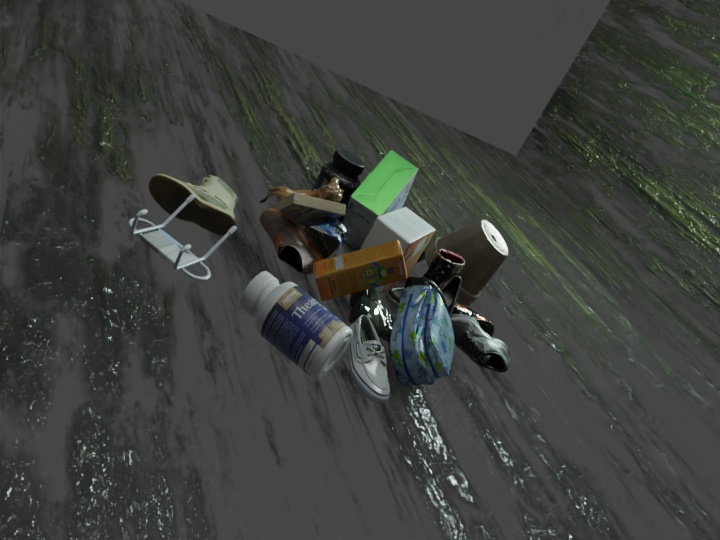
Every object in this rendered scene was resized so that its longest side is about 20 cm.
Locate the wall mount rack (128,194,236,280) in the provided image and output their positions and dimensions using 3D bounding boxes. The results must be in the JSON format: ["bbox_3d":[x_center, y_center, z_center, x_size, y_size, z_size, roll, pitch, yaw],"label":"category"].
[{"bbox_3d":[-0.343,-0.073,1.319,0.198,0.075,0.173,37,24,10],"label":"wall mount rack"}]

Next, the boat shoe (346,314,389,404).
[{"bbox_3d":[0.014,0.163,1.304,0.072,0.068,0.201,14,29,-32],"label":"boat shoe"}]

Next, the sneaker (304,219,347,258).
[{"bbox_3d":[-0.071,-0.085,1.561,0.080,0.087,0.200,66,-9,-15],"label":"sneaker"}]

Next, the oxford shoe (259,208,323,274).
[{"bbox_3d":[-0.168,-0.068,1.528,0.199,0.072,0.072,42,30,22],"label":"oxford shoe"}]

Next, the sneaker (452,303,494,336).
[{"bbox_3d":[0.231,0.116,1.672,0.196,0.071,0.090,23,9,-19],"label":"sneaker"}]

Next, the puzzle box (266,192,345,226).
[{"bbox_3d":[-0.132,-0.139,1.596,0.130,0.026,0.199,11,-10,-24],"label":"puzzle box"}]

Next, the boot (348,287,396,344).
[{"bbox_3d":[0.043,0.089,1.503,0.129,0.068,0.202,32,29,-14],"label":"boot"}]

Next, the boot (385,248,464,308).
[{"bbox_3d":[0.160,0.025,1.639,0.197,0.153,0.073,7,31,-42],"label":"boot"}]

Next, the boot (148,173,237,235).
[{"bbox_3d":[-0.360,-0.168,1.487,0.197,0.073,0.156,29,24,-20],"label":"boot"}]

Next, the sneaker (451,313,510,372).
[{"bbox_3d":[0.270,0.170,1.588,0.196,0.076,0.080,28,26,-6],"label":"sneaker"}]

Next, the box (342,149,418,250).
[{"bbox_3d":[0.042,-0.175,1.756,0.096,0.178,0.201,33,56,8],"label":"box"}]

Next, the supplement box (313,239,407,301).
[{"bbox_3d":[0.000,0.000,1.464,0.195,0.068,0.069,-16,30,0],"label":"supplement box"}]

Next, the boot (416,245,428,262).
[{"bbox_3d":[0.097,-0.096,1.887,0.168,0.078,0.198,42,19,31],"label":"boot"}]

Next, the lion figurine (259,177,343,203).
[{"bbox_3d":[-0.142,-0.175,1.629,0.194,0.075,0.122,-7,2,-12],"label":"lion figurine"}]

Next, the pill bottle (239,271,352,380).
[{"bbox_3d":[-0.119,0.093,1.223,0.198,0.112,0.111,37,24,13],"label":"pill bottle"}]

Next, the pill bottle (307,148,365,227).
[{"bbox_3d":[-0.068,-0.202,1.738,0.110,0.203,0.113,24,23,-11],"label":"pill bottle"}]

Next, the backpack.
[{"bbox_3d":[0.123,0.137,1.367,0.150,0.166,0.201,4,37,34],"label":"backpack"}]

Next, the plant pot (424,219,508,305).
[{"bbox_3d":[0.300,-0.036,1.834,0.199,0.173,0.203,37,30,-26],"label":"plant pot"}]

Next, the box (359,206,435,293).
[{"bbox_3d":[0.083,-0.055,1.697,0.105,0.154,0.199,36,25,13],"label":"box"}]

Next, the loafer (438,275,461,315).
[{"bbox_3d":[0.177,0.088,1.549,0.071,0.063,0.202,31,53,2],"label":"loafer"}]
